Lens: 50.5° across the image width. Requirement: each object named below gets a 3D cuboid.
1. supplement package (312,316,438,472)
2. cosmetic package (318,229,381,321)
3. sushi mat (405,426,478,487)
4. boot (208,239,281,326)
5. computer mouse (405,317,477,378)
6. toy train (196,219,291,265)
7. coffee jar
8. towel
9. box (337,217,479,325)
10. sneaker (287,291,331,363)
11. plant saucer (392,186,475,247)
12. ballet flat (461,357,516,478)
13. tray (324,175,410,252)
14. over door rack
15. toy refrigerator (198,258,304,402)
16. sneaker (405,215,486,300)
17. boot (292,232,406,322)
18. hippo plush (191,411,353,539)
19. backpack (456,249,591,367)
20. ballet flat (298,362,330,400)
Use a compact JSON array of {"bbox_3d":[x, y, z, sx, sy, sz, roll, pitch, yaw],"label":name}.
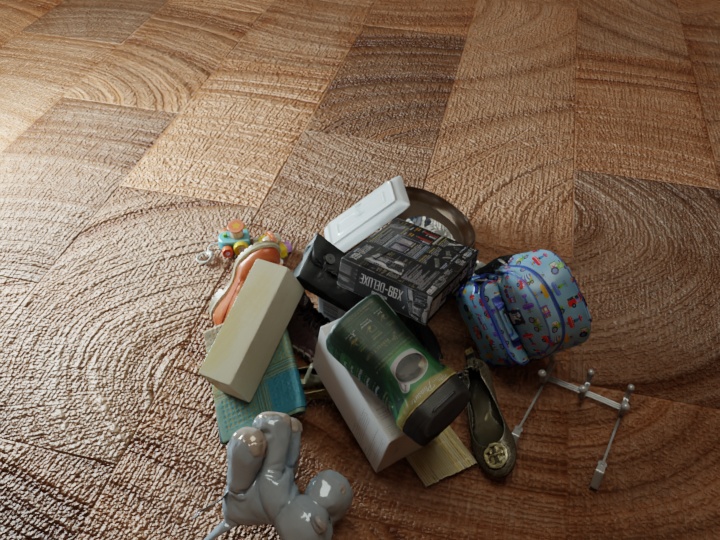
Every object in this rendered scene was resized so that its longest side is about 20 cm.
[{"bbox_3d":[0.030,0.169,1.137,0.119,0.122,0.201,-23,63,-23],"label":"supplement package"},{"bbox_3d":[0.008,0.026,1.377,0.071,0.102,0.200,25,46,25],"label":"cosmetic package"},{"bbox_3d":[0.091,0.245,1.191,0.095,0.012,0.200,-19,45,-21],"label":"sushi mat"},{"bbox_3d":[-0.184,0.044,1.297,0.074,0.201,0.108,12,35,-37],"label":"boot"},{"bbox_3d":[0.126,0.125,1.302,0.138,0.047,0.201,-4,37,-15],"label":"computer mouse"},{"bbox_3d":[-0.216,-0.036,1.477,0.198,0.056,0.150,21,44,20],"label":"toy train"},{"bbox_3d":[0.051,0.135,1.036,0.104,0.086,0.200,-37,69,-21],"label":"coffee jar"},{"bbox_3d":[-0.170,0.158,1.205,0.145,0.022,0.202,-22,57,6],"label":"towel"},{"bbox_3d":[0.078,-0.006,1.200,0.156,0.050,0.200,23,31,19],"label":"box"},{"bbox_3d":[-0.081,0.088,1.286,0.198,0.117,0.076,19,39,20],"label":"sneaker"},{"bbox_3d":[0.138,-0.095,1.535,0.198,0.032,0.201,20,35,-15],"label":"plant saucer"},{"bbox_3d":[0.190,0.218,1.164,0.067,0.046,0.202,-20,48,16],"label":"ballet flat"},{"bbox_3d":[0.005,-0.108,1.504,0.199,0.022,0.108,-34,37,18],"label":"tray"},{"bbox_3d":[0.333,0.221,1.185,0.146,0.067,0.200,20,44,22],"label":"over door rack"},{"bbox_3d":[-0.168,0.091,1.185,0.069,0.076,0.202,15,69,26],"label":"toy refrigerator"},{"bbox_3d":[0.149,-0.010,1.395,0.198,0.130,0.080,33,70,2],"label":"sneaker"},{"bbox_3d":[0.000,0.001,1.276,0.198,0.066,0.166,29,50,-7],"label":"boot"},{"bbox_3d":[-0.099,0.295,1.014,0.159,0.161,0.200,24,44,25],"label":"hippo plush"},{"bbox_3d":[0.268,0.063,1.233,0.133,0.185,0.200,-24,3,-21],"label":"backpack"},{"bbox_3d":[-0.091,0.177,1.224,0.197,0.071,0.071,-6,41,-8],"label":"ballet flat"}]
